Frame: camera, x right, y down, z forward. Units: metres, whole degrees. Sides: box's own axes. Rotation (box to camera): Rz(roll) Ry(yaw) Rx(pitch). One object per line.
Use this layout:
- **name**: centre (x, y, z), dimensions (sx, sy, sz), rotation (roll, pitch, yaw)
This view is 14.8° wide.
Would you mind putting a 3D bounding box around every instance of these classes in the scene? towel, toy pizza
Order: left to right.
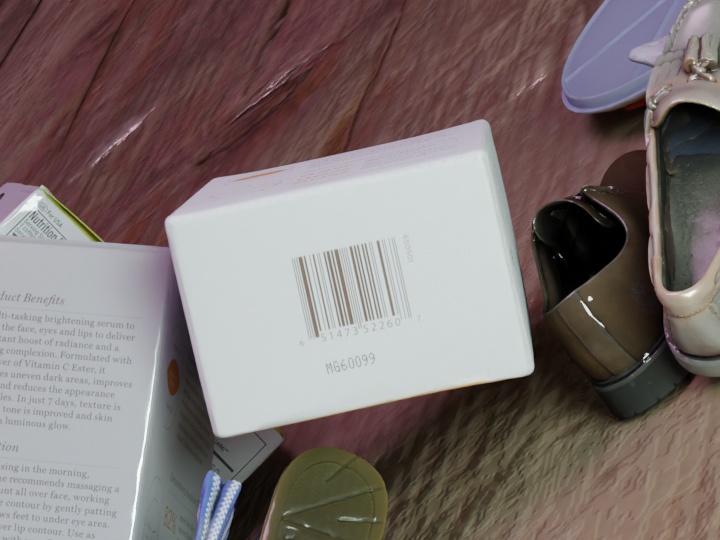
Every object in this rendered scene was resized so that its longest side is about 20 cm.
- **towel**: centre (-0.100, 0.205, 1.254), dimensions (0.145, 0.024, 0.200), rotation (-70, -3, -54)
- **toy pizza**: centre (0.197, -0.156, 1.587), dimensions (0.200, 0.032, 0.200), rotation (-41, 17, 15)

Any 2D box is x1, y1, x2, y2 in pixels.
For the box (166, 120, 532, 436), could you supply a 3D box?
- **box**: centre (0.000, 0.000, 1.348), dimensions (0.152, 0.107, 0.200), rotation (-12, 6, 5)

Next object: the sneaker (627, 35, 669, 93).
- **sneaker**: centre (0.191, -0.118, 1.394), dimensions (0.115, 0.075, 0.200), rotation (-25, 23, 3)

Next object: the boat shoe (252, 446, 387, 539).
- **boat shoe**: centre (-0.040, 0.180, 1.285), dimensions (0.066, 0.072, 0.201), rotation (107, -177, -61)

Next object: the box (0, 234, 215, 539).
- **box**: centre (-0.142, 0.100, 1.383), dimensions (0.152, 0.106, 0.200), rotation (65, -150, -71)

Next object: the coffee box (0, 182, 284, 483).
- **coffee box**: centre (-0.192, 0.085, 1.586), dimensions (0.198, 0.200, 0.200), rotation (-45, 11, -7)

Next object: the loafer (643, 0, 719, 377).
- **loafer**: centre (0.161, -0.052, 1.253), dimensions (0.072, 0.063, 0.200), rotation (-11, 56, 24)

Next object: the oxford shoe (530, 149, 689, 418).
- **oxford shoe**: centre (0.125, -0.017, 1.334), dimensions (0.073, 0.084, 0.200), rotation (-38, 16, 22)
